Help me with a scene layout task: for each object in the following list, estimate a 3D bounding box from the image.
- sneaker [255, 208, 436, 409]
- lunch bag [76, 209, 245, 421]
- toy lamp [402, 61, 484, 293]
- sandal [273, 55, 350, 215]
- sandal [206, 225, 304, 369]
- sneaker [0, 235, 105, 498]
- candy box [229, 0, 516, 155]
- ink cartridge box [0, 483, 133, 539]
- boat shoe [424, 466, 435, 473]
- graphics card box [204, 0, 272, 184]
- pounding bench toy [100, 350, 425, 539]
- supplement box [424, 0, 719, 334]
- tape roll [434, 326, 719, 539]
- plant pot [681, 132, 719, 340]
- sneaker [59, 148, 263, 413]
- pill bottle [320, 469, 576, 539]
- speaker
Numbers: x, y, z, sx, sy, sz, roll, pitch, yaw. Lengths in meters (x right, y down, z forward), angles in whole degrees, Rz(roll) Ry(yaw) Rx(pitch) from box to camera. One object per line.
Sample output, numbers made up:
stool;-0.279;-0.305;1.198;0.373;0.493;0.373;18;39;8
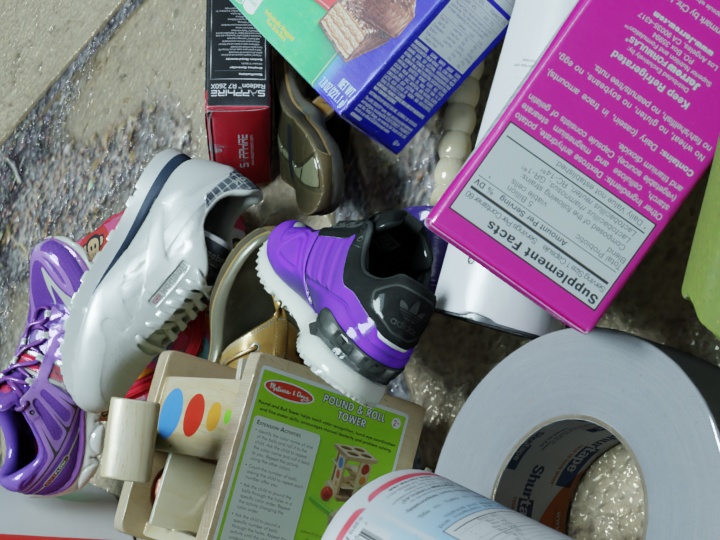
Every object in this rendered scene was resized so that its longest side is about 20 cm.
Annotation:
sneaker;0.001;0.000;0.869;0.100;0.070;0.200;-54;28;11
lunch bag;-0.167;0.044;1.105;0.200;0.082;0.176;-26;63;40
toy lamp;0.060;-0.084;0.903;0.058;0.058;0.200;-6;72;48
sandal;-0.029;-0.098;0.999;0.200;0.055;0.082;-120;27;-64
sandal;-0.075;0.066;0.987;0.054;0.080;0.200;37;109;51
sneaker;-0.236;0.074;1.051;0.081;0.083;0.200;5;93;43
candy box;0.026;-0.205;0.884;0.200;0.077;0.169;-48;56;9
ink cartridge box;-0.248;0.193;1.075;0.200;0.161;0.050;6;85;50
boat shoe;0.034;0.218;0.821;0.063;0.071;0.200;12;75;11
graphics card box;-0.092;-0.180;1.069;0.125;0.051;0.200;97;171;-67
pounding bench toy;-0.095;0.115;0.877;0.156;0.200;0.124;-3;70;58
supplement box;0.129;-0.077;0.730;0.200;0.103;0.101;-54;0;3
tape roll;0.128;0.133;0.740;0.200;0.066;0.200;-21;62;44
plant pot;0.232;-0.050;0.615;0.200;0.200;0.190;44;122;47
sneaker;-0.142;0.012;0.989;0.080;0.076;0.200;21;84;20
pill bottle;0.073;0.173;0.653;0.200;0.109;0.109;19;91;50
speaker;0.105;-0.062;0.825;0.081;0.081;0.200;12;86;50
